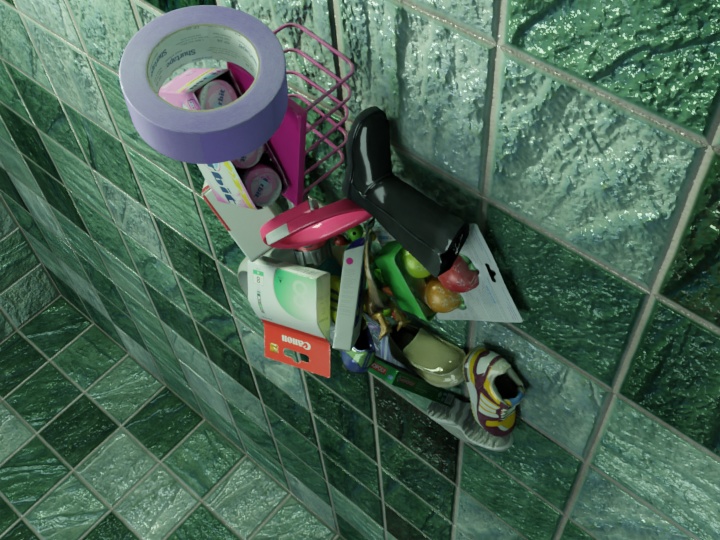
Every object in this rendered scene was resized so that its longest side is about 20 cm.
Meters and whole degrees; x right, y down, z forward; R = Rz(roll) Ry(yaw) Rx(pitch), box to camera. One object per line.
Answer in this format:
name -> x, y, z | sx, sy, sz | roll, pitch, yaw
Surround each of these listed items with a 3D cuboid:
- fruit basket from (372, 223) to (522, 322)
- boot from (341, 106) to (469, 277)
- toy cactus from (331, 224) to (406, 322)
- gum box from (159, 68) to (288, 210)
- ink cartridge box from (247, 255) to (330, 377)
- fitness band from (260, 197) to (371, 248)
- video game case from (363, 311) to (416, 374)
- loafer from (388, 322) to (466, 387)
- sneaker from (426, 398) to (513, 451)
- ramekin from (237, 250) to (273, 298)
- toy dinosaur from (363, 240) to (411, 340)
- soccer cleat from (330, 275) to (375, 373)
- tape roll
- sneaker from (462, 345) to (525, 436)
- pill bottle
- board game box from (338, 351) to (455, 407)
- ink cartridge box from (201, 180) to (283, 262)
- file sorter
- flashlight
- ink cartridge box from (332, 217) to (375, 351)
fruit basket -> 0.130, 0.001, 1.244 | 0.200, 0.094, 0.185 | -5, 127, 40
boot -> 0.064, -0.107, 1.129 | 0.200, 0.066, 0.165 | 45, 149, 27
toy cactus -> 0.000, 0.000, 1.428 | 0.165, 0.102, 0.200 | 30, 161, 51
gum box -> -0.190, -0.180, 1.169 | 0.113, 0.066, 0.200 | 18, 141, 50
ink cartridge box -> -0.127, 0.085, 1.468 | 0.161, 0.050, 0.200 | 14, 110, 34
fitness band -> -0.067, -0.077, 1.298 | 0.200, 0.144, 0.038 | -22, 81, 36
video game case -> 0.052, 0.148, 1.637 | 0.200, 0.019, 0.143 | 37, 153, 21
loafer -> 0.113, 0.146, 1.468 | 0.200, 0.076, 0.068 | 17, 149, 48
sneaker -> 0.217, 0.288, 1.549 | 0.082, 0.075, 0.200 | 45, 166, -34
ramekin -> -0.156, 0.027, 1.680 | 0.200, 0.105, 0.200 | 35, 153, 22
toy dinosaur -> 0.024, 0.047, 1.279 | 0.106, 0.060, 0.200 | 53, 170, 19
soccer cleat -> -0.014, 0.082, 1.438 | 0.084, 0.065, 0.200 | -57, 39, 43
tape roll -> -0.190, -0.231, 1.027 | 0.200, 0.200, 0.066 | 39, 158, 16
sneaker -> 0.234, 0.218, 1.388 | 0.090, 0.075, 0.200 | 25, 149, 48
pill bottle -> -0.079, 0.032, 1.552 | 0.111, 0.111, 0.200 | -1, 126, 58
board game box -> 0.069, 0.191, 1.509 | 0.134, 0.029, 0.200 | 25, 177, 40
ink cartridge box -> -0.203, -0.117, 1.470 | 0.146, 0.083, 0.200 | 54, -177, -18
file sorter -> -0.094, -0.223, 1.181 | 0.139, 0.125, 0.200 | 40, 153, 17
flashlight -> -0.099, -0.108, 1.406 | 0.068, 0.068, 0.200 | 16, 128, 45
ink cartridge box -> -0.009, 0.017, 1.287 | 0.037, 0.095, 0.200 | 11, 103, 6
